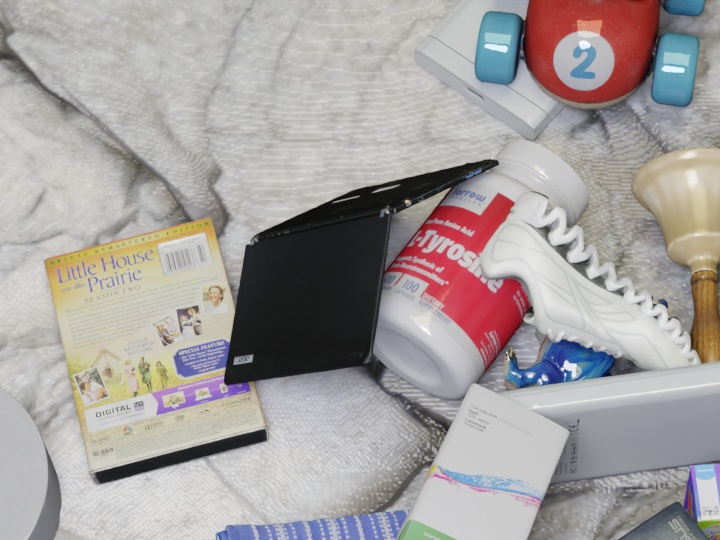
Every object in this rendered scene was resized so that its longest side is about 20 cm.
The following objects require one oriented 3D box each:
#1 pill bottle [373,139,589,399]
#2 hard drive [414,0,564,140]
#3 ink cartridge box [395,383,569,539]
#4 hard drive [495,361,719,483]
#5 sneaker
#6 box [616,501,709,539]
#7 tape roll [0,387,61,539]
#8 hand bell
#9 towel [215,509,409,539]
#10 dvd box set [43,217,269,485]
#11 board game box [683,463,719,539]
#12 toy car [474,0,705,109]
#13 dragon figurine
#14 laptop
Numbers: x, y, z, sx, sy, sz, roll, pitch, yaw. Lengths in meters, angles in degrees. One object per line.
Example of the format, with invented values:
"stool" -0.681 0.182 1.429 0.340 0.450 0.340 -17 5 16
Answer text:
"pill bottle" 0.095 -0.005 1.764 0.112 0.112 0.200 31 67 18
"hard drive" 0.161 -0.219 1.926 0.132 0.027 0.200 36 69 20
"ink cartridge box" 0.066 0.202 1.572 0.084 0.145 0.200 25 41 4
"hard drive" 0.199 0.118 1.679 0.199 0.132 0.026 -8 59 -1
"sneaker" 0.176 0.032 1.692 0.200 0.075 0.081 42 81 3
"box" 0.165 0.252 1.571 0.158 0.200 0.051 -33 69 -13
"tape roll" -0.336 0.179 1.717 0.200 0.066 0.201 -1 62 2
"hand bell" 0.273 0.014 1.747 0.104 0.104 0.200 -2 61 2
"towel" 0.003 0.235 1.634 0.200 0.024 0.145 -4 44 -23
"dvd box set" -0.167 0.063 1.789 0.146 0.029 0.200 -15 62 -5
"board game box" 0.340 0.184 1.634 0.199 0.135 0.045 -4 61 2
"toy car" 0.194 -0.250 1.812 0.184 0.200 0.177 8 63 7
"dragon figurine" 0.166 0.085 1.741 0.099 0.059 0.200 28 65 18
"laptop" 0.000 0.000 1.742 0.200 0.177 0.104 -26 101 -42
